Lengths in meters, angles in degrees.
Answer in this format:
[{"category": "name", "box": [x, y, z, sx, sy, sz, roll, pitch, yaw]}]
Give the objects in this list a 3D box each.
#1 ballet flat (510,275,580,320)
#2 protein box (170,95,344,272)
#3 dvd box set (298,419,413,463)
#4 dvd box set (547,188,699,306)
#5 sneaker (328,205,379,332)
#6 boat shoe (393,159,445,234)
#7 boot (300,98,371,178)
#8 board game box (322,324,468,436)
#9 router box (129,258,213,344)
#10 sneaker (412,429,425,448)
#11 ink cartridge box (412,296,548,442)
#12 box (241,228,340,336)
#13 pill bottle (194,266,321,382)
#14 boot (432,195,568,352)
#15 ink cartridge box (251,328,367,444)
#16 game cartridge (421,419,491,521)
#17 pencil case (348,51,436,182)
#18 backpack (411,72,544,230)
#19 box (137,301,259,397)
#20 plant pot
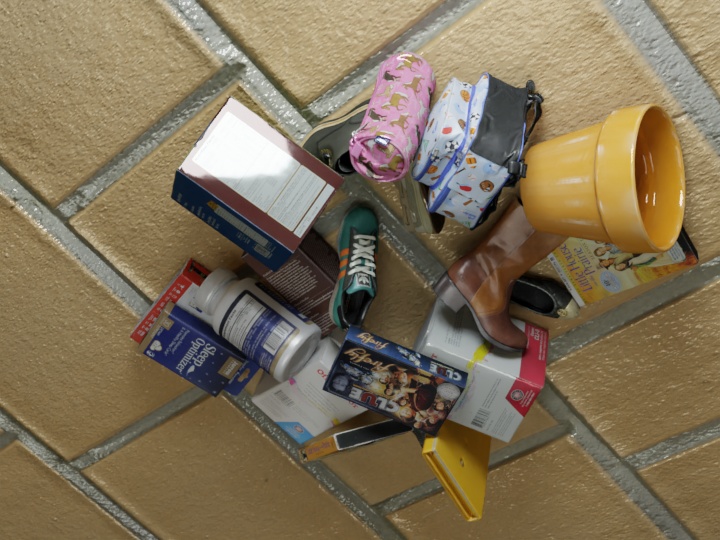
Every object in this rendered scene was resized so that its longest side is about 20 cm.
[{"category": "ballet flat", "box": [0.255, 0.038, 1.697, 0.199, 0.057, 0.067, 22, 129, -2]}, {"category": "protein box", "box": [-0.157, -0.120, 1.569, 0.200, 0.135, 0.199, 36, 167, -5]}, {"category": "dvd box set", "box": [-0.012, 0.298, 1.873, 0.146, 0.030, 0.200, -10, 168, -25]}, {"category": "dvd box set", "box": [0.390, -0.036, 1.623, 0.199, 0.029, 0.147, -22, 118, 28]}, {"category": "sneaker", "box": [0.000, 0.000, 1.678, 0.071, 0.080, 0.201, 5, 99, -21]}, {"category": "boat shoe", "box": [0.074, -0.145, 1.601, 0.065, 0.072, 0.201, 1, 123, 30]}, {"category": "boot", "box": [-0.043, -0.165, 1.573, 0.077, 0.139, 0.200, 41, 127, -17]}, {"category": "board game box", "box": [0.053, 0.176, 1.683, 0.199, 0.035, 0.136, 22, 133, -1]}, {"category": "router box", "box": [-0.283, 0.098, 1.891, 0.179, 0.049, 0.200, 35, 127, -12]}, {"category": "sneaker", "box": [0.086, 0.238, 1.892, 0.090, 0.067, 0.201, -3, 124, 24]}, {"category": "ink cartridge box", "box": [0.185, 0.155, 1.747, 0.199, 0.145, 0.146, 21, 130, -2]}, {"category": "box", "box": [-0.088, 0.004, 1.755, 0.100, 0.075, 0.200, -31, 115, 32]}, {"category": "pill bottle", "box": [-0.172, 0.082, 1.749, 0.200, 0.111, 0.111, 36, 130, 15]}, {"category": "boot", "box": [0.241, 0.010, 1.638, 0.188, 0.069, 0.200, 41, 106, -10]}, {"category": "ink cartridge box", "box": [-0.064, 0.185, 1.849, 0.200, 0.125, 0.129, -31, 114, 32]}, {"category": "game cartridge", "box": [0.167, 0.297, 1.824, 0.032, 0.200, 0.177, -20, 118, 24]}, {"category": "pencil case", "box": [0.047, -0.214, 1.476, 0.082, 0.200, 0.087, -2, 136, 24]}, {"category": "backpack", "box": [0.154, -0.161, 1.499, 0.153, 0.200, 0.191, 20, 136, 2]}, {"category": "box", "box": [-0.280, 0.149, 1.877, 0.200, 0.032, 0.121, 32, 127, -11]}, {"category": "plant pot", "box": [0.330, -0.120, 1.487, 0.183, 0.200, 0.201, -3, 127, 36]}]
